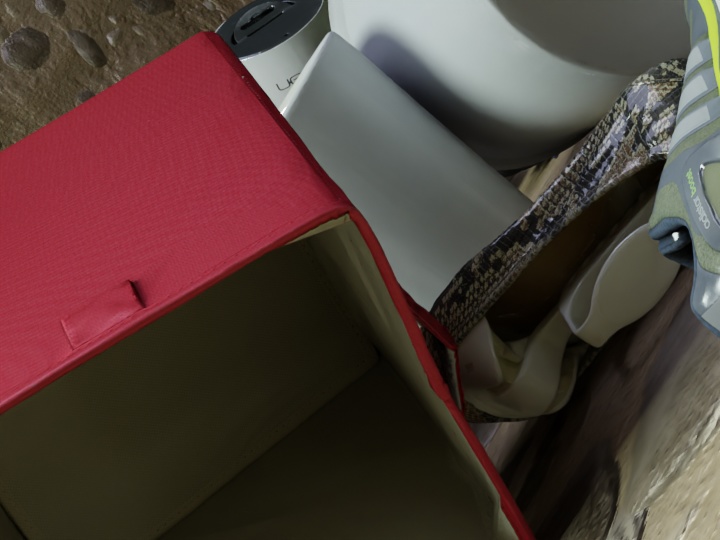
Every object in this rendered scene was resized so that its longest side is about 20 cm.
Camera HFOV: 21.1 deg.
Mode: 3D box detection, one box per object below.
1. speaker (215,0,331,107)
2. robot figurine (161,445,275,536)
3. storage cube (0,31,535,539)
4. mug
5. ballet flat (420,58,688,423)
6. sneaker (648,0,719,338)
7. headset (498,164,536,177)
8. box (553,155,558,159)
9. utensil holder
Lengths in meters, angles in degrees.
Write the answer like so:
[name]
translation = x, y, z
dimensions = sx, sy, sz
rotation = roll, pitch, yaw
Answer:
[speaker]
translation = -0.018, -0.073, 1.192
dimensions = 0.081, 0.201, 0.081
rotation = -20, 30, 13
[robot figurine]
translation = -0.040, 0.127, 0.843
dimensions = 0.201, 0.143, 0.117
rotation = -65, -31, -44
[storage cube]
translation = -0.071, 0.049, 0.702
dimensions = 0.199, 0.172, 0.180
rotation = -31, 31, -3
[mug]
translation = 0.005, -0.008, 0.950
dimensions = 0.150, 0.152, 0.187
rotation = -61, 6, -18
[ballet flat]
translation = 0.080, 0.008, 0.738
dimensions = 0.200, 0.067, 0.076
rotation = -52, 24, 32
[sneaker]
translation = 0.120, -0.041, 0.600
dimensions = 0.081, 0.074, 0.200
rotation = -59, 4, 22
[headset]
translation = 0.055, -0.084, 1.136
dimensions = 0.123, 0.094, 0.200
rotation = -38, 5, 45
[box]
translation = 0.106, -0.174, 1.088
dimensions = 0.048, 0.121, 0.201
rotation = -46, 14, 55
[utensil holder]
translation = 0.086, -0.148, 0.923
dimensions = 0.171, 0.169, 0.200
rotation = -60, 8, -12
